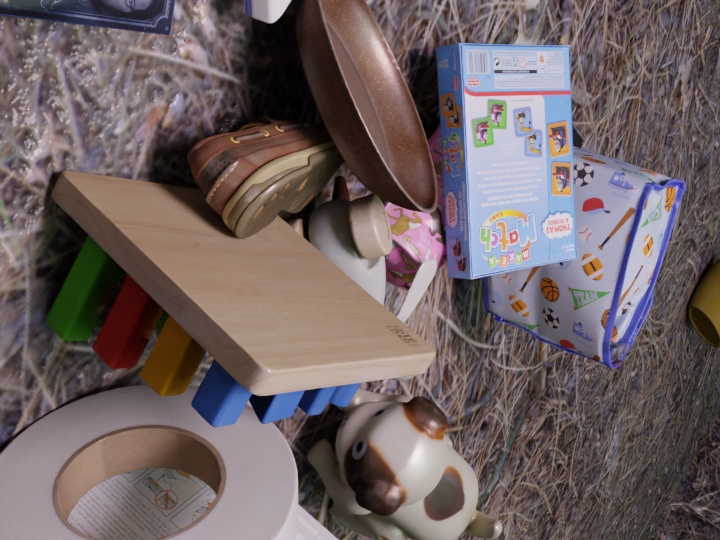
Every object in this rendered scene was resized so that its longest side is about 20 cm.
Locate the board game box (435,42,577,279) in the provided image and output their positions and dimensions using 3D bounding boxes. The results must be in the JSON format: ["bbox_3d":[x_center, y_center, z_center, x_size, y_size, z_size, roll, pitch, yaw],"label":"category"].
[{"bbox_3d":[0.138,-0.103,0.925,0.150,0.036,0.204,-9,98,-39],"label":"board game box"}]

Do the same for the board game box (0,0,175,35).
[{"bbox_3d":[-0.146,-0.231,0.517,0.134,0.034,0.203,-6,114,-46],"label":"board game box"}]

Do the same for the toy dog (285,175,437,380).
[{"bbox_3d":[0.000,0.000,0.863,0.202,0.129,0.097,87,8,-47],"label":"toy dog"}]

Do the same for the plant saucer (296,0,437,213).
[{"bbox_3d":[0.001,-0.131,0.753,0.201,0.036,0.202,56,20,-33],"label":"plant saucer"}]

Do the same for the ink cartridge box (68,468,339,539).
[{"bbox_3d":[-0.126,0.195,0.675,0.175,0.199,0.045,-31,149,-45],"label":"ink cartridge box"}]

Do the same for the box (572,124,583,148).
[{"bbox_3d":[0.177,-0.089,1.141,0.160,0.043,0.203,28,84,-60],"label":"box"}]

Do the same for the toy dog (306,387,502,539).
[{"bbox_3d":[0.036,0.195,0.961,0.140,0.193,0.201,-46,152,-11],"label":"toy dog"}]

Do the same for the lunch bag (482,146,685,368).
[{"bbox_3d":[0.223,-0.019,1.052,0.123,0.169,0.203,-7,114,-51],"label":"lunch bag"}]

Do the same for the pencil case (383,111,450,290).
[{"bbox_3d":[0.075,-0.075,0.949,0.201,0.086,0.083,-55,166,-23],"label":"pencil case"}]

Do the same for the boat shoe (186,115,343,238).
[{"bbox_3d":[-0.059,-0.083,0.733,0.072,0.067,0.200,-49,176,23],"label":"boat shoe"}]

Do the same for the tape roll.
[{"bbox_3d":[-0.136,0.145,0.631,0.202,0.201,0.038,-34,136,-43],"label":"tape roll"}]

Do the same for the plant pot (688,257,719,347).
[{"bbox_3d":[0.766,0.079,2.090,0.141,0.201,0.201,-31,141,-7],"label":"plant pot"}]

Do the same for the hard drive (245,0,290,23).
[{"bbox_3d":[-0.037,-0.272,0.618,0.201,0.025,0.133,97,16,-56],"label":"hard drive"}]

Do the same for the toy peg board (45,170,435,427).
[{"bbox_3d":[-0.087,0.038,0.664,0.199,0.199,0.099,2,123,-58],"label":"toy peg board"}]
